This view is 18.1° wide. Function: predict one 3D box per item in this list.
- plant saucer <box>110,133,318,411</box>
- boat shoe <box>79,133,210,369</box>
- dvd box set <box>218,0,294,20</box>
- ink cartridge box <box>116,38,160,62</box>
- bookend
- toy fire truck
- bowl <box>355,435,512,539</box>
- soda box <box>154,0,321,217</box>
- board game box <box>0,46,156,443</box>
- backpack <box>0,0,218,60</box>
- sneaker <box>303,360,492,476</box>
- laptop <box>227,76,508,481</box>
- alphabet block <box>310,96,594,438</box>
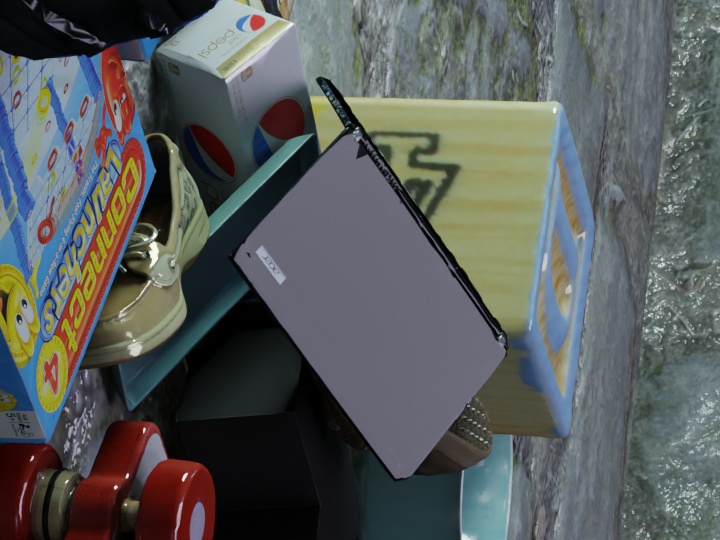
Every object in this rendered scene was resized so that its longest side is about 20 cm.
[{"bbox_3d":[-0.088,-0.003,1.372,0.200,0.019,0.070,-47,147,-33],"label":"plant saucer"},{"bbox_3d":[-0.133,-0.010,1.266,0.200,0.073,0.063,-80,161,-63],"label":"boat shoe"},{"bbox_3d":[-0.083,-0.220,1.468,0.200,0.029,0.147,74,24,-50],"label":"dvd box set"},{"bbox_3d":[-0.123,-0.222,1.233,0.117,0.067,0.200,78,25,-43],"label":"ink cartridge box"},{"bbox_3d":[-0.068,0.149,1.407,0.201,0.092,0.199,-84,165,-47],"label":"bookend"},{"bbox_3d":[-0.138,0.190,1.191,0.168,0.112,0.201,81,20,-47],"label":"toy fire truck"},{"bbox_3d":[0.058,0.182,1.900,0.201,0.104,0.202,3,90,-75],"label":"bowl"},{"bbox_3d":[-0.068,-0.070,1.444,0.068,0.064,0.201,-42,139,-30],"label":"soda box"},{"bbox_3d":[-0.175,-0.053,1.117,0.196,0.056,0.201,76,23,-45],"label":"board game box"},{"bbox_3d":[-0.128,-0.205,0.987,0.200,0.162,0.168,57,34,-38],"label":"backpack"},{"bbox_3d":[0.002,0.079,1.397,0.200,0.075,0.071,41,35,-41],"label":"sneaker"},{"bbox_3d":[0.000,0.000,1.365,0.178,0.103,0.200,55,3,-20],"label":"laptop"},{"bbox_3d":[0.057,-0.002,1.693,0.196,0.199,0.197,65,32,-58],"label":"alphabet block"}]
